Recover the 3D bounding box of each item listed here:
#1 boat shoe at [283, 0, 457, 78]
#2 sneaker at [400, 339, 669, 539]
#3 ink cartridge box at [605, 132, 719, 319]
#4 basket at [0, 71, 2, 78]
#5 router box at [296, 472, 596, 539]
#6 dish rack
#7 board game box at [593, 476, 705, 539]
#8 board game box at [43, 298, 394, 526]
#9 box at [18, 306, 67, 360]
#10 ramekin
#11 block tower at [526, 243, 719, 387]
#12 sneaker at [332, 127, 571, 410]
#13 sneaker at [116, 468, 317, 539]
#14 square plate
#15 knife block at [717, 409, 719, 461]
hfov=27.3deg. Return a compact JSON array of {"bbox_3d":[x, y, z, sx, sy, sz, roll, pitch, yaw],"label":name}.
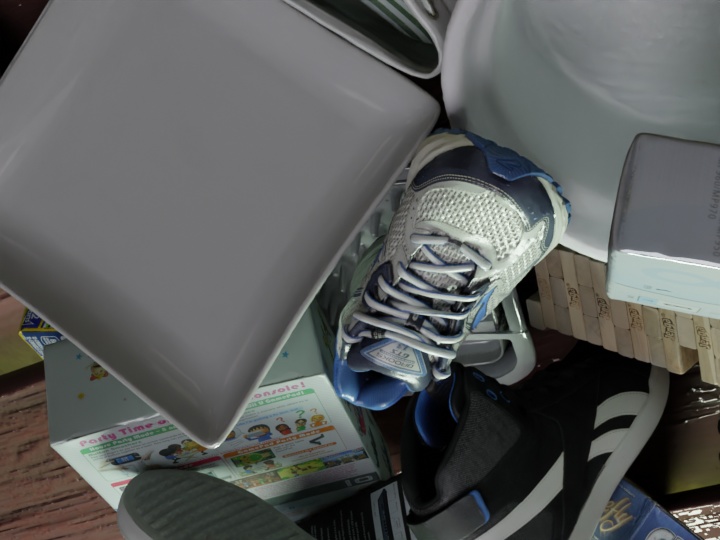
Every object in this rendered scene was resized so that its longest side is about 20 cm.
[{"bbox_3d":[-0.030,-0.160,0.669,0.200,0.067,0.074,28,136,-9],"label":"boat shoe"},{"bbox_3d":[0.088,0.068,0.766,0.112,0.200,0.073,47,138,-18],"label":"sneaker"},{"bbox_3d":[0.194,0.002,0.560,0.199,0.047,0.160,12,174,10],"label":"ink cartridge box"},{"bbox_3d":[-0.287,-0.050,0.764,0.180,0.200,0.136,-11,121,46],"label":"basket"},{"bbox_3d":[0.046,0.191,0.900,0.157,0.052,0.200,-30,141,27],"label":"router box"},{"bbox_3d":[0.000,0.000,0.808,0.171,0.044,0.200,-5,143,14],"label":"dish rack"},{"bbox_3d":[0.161,0.148,0.840,0.135,0.200,0.035,38,90,-18],"label":"board game box"},{"bbox_3d":[-0.070,0.095,0.829,0.147,0.064,0.200,-15,148,5],"label":"board game box"},{"bbox_3d":[-0.125,0.055,0.884,0.064,0.070,0.200,-2,149,18],"label":"box"},{"bbox_3d":[0.142,-0.102,0.642,0.200,0.098,0.201,11,137,10],"label":"ramekin"},{"bbox_3d":[0.169,0.017,0.720,0.200,0.054,0.058,16,128,46],"label":"block tower"},{"bbox_3d":[0.034,0.012,0.679,0.077,0.085,0.200,26,151,0],"label":"sneaker"},{"bbox_3d":[-0.050,0.182,0.785,0.200,0.074,0.082,32,119,-10],"label":"sneaker"},{"bbox_3d":[-0.091,-0.050,0.722,0.200,0.028,0.198,36,96,13],"label":"square plate"},{"bbox_3d":[0.284,0.057,0.776,0.199,0.064,0.176,-4,133,24],"label":"knife block"}]
